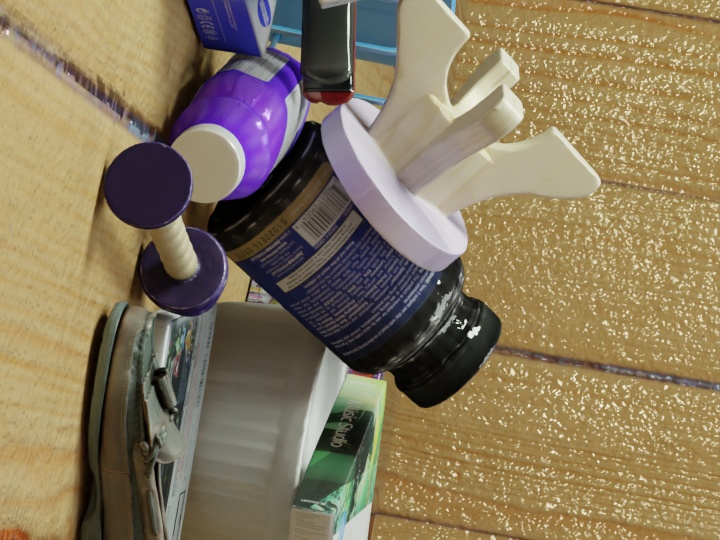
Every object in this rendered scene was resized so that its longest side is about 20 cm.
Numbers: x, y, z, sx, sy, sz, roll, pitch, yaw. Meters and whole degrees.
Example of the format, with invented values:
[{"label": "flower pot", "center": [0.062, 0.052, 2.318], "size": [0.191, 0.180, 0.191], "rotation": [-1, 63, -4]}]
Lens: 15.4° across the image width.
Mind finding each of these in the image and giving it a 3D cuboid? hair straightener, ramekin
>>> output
[{"label": "hair straightener", "center": [-0.015, -0.213, 1.736], "size": [0.077, 0.041, 0.200], "rotation": [83, 14, -74]}, {"label": "ramekin", "center": [-0.075, 0.117, 1.947], "size": [0.200, 0.098, 0.201], "rotation": [9, 90, -83]}]

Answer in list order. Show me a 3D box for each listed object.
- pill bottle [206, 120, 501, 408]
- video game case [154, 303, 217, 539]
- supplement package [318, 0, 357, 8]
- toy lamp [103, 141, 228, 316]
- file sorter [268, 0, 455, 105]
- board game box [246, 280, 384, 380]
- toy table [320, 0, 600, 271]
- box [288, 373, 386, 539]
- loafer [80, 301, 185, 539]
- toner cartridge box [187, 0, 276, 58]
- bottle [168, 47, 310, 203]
[{"label": "pill bottle", "center": [0.000, 0.000, 1.849], "size": [0.112, 0.200, 0.112], "rotation": [-42, -163, 16]}, {"label": "video game case", "center": [-0.135, 0.122, 1.763], "size": [0.182, 0.023, 0.200], "rotation": [-31, 131, -83]}, {"label": "supplement package", "center": [0.002, -0.269, 1.629], "size": [0.110, 0.114, 0.200], "rotation": [-100, 176, -85]}, {"label": "toy lamp", "center": [-0.113, -0.017, 1.591], "size": [0.200, 0.058, 0.058], "rotation": [73, 27, -73]}, {"label": "file sorter", "center": [-0.010, -0.199, 1.891], "size": [0.123, 0.139, 0.200], "rotation": [-69, 167, -45]}, {"label": "board game box", "center": [-0.039, 0.070, 2.103], "size": [0.032, 0.120, 0.200], "rotation": [87, 13, -65]}, {"label": "toy table", "center": [0.059, -0.088, 1.786], "size": [0.117, 0.184, 0.200], "rotation": [-41, -158, 12]}, {"label": "box", "center": [-0.021, 0.184, 1.928], "size": [0.200, 0.036, 0.145], "rotation": [-69, 168, -62]}, {"label": "loafer", "center": [-0.129, 0.114, 1.601], "size": [0.072, 0.063, 0.200], "rotation": [-67, 165, -66]}, {"label": "toner cartridge box", "center": [-0.080, -0.210, 1.650], "size": [0.200, 0.043, 0.095], "rotation": [76, 25, -75]}, {"label": "bottle", "center": [-0.081, -0.089, 1.711], "size": [0.200, 0.065, 0.084], "rotation": [-60, 173, -72]}]
